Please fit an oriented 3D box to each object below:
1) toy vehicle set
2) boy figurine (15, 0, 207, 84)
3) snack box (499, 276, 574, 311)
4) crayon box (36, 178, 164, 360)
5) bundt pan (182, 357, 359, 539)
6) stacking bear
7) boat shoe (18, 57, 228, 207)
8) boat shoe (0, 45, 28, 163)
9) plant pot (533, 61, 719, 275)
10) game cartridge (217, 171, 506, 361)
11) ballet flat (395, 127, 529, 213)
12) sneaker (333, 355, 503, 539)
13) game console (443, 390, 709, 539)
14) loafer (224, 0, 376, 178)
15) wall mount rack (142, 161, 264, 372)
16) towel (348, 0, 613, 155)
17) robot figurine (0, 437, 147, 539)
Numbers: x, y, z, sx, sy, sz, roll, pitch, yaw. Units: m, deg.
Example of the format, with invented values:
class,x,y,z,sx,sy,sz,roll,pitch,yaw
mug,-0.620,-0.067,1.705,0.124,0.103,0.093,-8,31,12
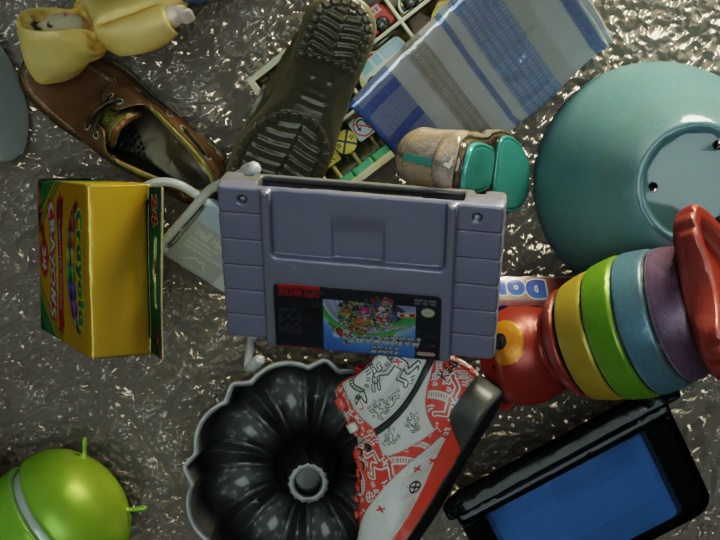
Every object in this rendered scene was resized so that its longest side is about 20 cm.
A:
class,x,y,z,sx,sy,sz,roll,pitch,yaw
toy vehicle set,0.021,-0.167,0.922,0.200,0.027,0.124,-37,94,4
boy figurine,-0.180,-0.217,0.881,0.200,0.065,0.124,-30,50,-8
snack box,0.092,0.029,0.893,0.199,0.072,0.024,1,63,-15
crayon box,-0.201,-0.006,0.851,0.051,0.200,0.128,-3,96,-28
bundt pan,-0.043,0.166,0.924,0.201,0.076,0.203,0,94,-3
stacking bear,0.177,0.046,0.817,0.199,0.114,0.122,-19,68,32
boat shoe,-0.191,-0.123,0.906,0.200,0.068,0.072,30,95,-2
boat shoe,-0.339,-0.177,0.908,0.063,0.071,0.201,-15,105,34
plant pot,0.245,-0.069,0.876,0.199,0.135,0.201,0,95,0
game cartridge,0.000,0.000,0.792,0.199,0.038,0.130,5,116,8
ballet flat,0.078,-0.082,0.858,0.067,0.200,0.068,11,91,22
sneaker,0.018,0.143,0.862,0.108,0.067,0.202,34,110,18
game console,0.182,0.188,0.898,0.200,0.176,0.117,-29,78,2
loafer,-0.044,-0.127,0.881,0.076,0.067,0.200,29,110,-9
wall mount rack,-0.083,-0.010,0.873,0.200,0.075,0.174,33,120,-22
towel,0.100,-0.158,0.881,0.200,0.024,0.147,-43,137,5
robot figurine,-0.274,0.229,0.915,0.200,0.116,0.176,-40,95,3
